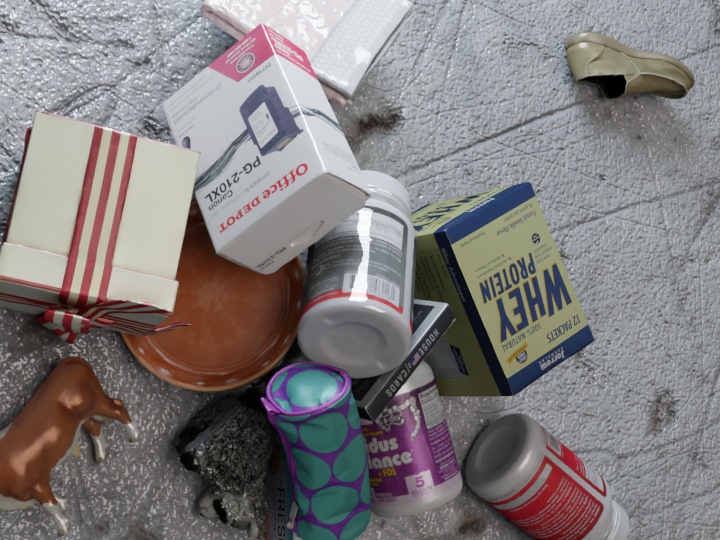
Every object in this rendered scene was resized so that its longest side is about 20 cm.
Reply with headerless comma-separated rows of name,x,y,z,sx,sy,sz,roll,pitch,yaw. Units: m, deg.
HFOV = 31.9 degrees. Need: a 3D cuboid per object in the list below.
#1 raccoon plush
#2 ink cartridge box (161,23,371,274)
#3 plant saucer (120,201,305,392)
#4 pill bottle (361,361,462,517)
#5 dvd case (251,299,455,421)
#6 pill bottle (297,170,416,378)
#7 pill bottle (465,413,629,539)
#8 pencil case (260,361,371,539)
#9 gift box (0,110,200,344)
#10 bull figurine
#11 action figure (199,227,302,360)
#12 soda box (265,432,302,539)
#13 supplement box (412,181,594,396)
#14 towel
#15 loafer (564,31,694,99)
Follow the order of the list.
raccoon plush,-0.096,0.193,1.302,0.134,0.200,0.097,52,26,-18
ink cartridge box,-0.097,-0.120,1.262,0.084,0.145,0.200,25,35,-54
plant saucer,-0.154,0.027,1.310,0.200,0.032,0.201,0,78,0
pill bottle,0.038,0.166,1.417,0.112,0.112,0.201,-18,95,-32
dvd case,-0.010,0.086,1.343,0.150,0.200,0.025,-50,121,-25
pill bottle,0.000,0.000,1.289,0.114,0.114,0.200,32,40,-25
pill bottle,0.231,0.271,1.527,0.200,0.112,0.112,40,66,-22
pencil case,-0.041,0.186,1.250,0.092,0.085,0.200,-21,128,-18
gift box,-0.243,-0.025,1.202,0.199,0.185,0.187,13,77,-11
bull figurine,-0.312,0.181,1.228,0.121,0.065,0.200,48,66,-23
action figure,-0.125,0.008,1.354,0.118,0.055,0.200,-21,83,-1
soda box,-0.062,0.271,1.369,0.063,0.068,0.201,1,84,-32
supplement box,0.122,0.027,1.430,0.134,0.200,0.200,-30,101,-31
towel,-0.053,-0.290,1.391,0.191,0.032,0.200,34,49,-3
loafer,0.355,-0.259,1.680,0.199,0.076,0.068,13,79,-20
